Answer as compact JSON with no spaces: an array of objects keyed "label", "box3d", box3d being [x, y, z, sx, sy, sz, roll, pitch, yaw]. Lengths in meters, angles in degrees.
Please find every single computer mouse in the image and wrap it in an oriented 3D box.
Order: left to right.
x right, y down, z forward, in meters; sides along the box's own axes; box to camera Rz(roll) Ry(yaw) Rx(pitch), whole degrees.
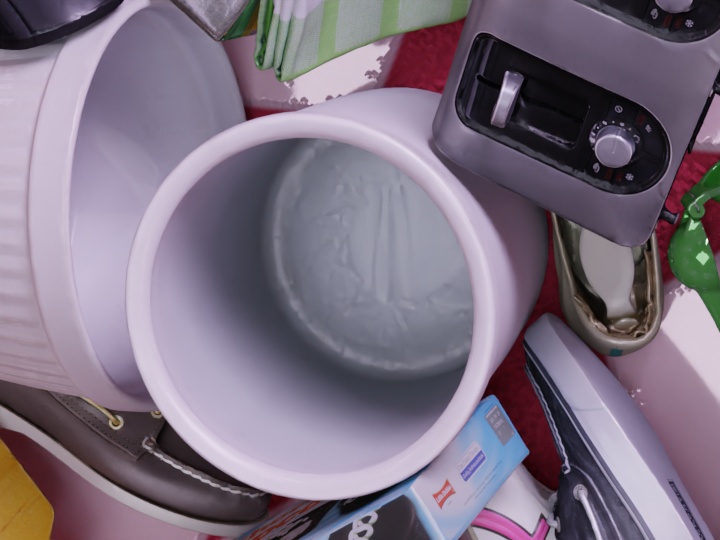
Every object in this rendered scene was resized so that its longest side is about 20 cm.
[{"label":"computer mouse","box3d":[-0.200,-0.138,1.118,0.140,0.200,0.046,-26,115,-15]}]

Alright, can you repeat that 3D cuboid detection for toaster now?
[{"label":"toaster","box3d":[0.123,-0.144,1.020,0.118,0.200,0.182,22,131,5]}]

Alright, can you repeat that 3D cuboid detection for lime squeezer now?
[{"label":"lime squeezer","box3d":[0.190,-0.026,1.141,0.070,0.038,0.202,15,102,10]}]

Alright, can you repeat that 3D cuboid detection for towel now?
[{"label":"towel","box3d":[0.027,-0.181,1.063,0.031,0.148,0.201,49,146,32]}]

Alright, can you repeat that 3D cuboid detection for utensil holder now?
[{"label":"utensil holder","box3d":[0.000,0.000,1.107,0.169,0.200,0.171,3,101,14]}]

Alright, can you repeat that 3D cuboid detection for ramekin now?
[{"label":"ramekin","box3d":[-0.140,-0.035,1.142,0.104,0.200,0.202,3,101,22]}]

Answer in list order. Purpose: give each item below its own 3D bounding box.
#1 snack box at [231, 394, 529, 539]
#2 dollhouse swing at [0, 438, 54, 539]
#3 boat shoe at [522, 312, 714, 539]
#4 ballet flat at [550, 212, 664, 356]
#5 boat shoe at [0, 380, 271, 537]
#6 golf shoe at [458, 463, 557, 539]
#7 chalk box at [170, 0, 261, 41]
[{"label":"snack box","box3d":[-0.023,0.135,1.109,0.199,0.116,0.037,-32,94,28]},{"label":"dollhouse swing","box3d":[-0.277,0.141,1.263,0.181,0.176,0.200,-38,90,-13]},{"label":"boat shoe","box3d":[0.121,0.116,1.118,0.068,0.072,0.201,-35,73,14]},{"label":"ballet flat","box3d":[0.115,-0.055,1.140,0.069,0.069,0.202,-9,97,15]},{"label":"boat shoe","box3d":[-0.129,0.072,1.220,0.199,0.072,0.060,28,108,13]},{"label":"golf shoe","box3d":[0.104,0.144,1.178,0.092,0.073,0.201,-32,100,10]},{"label":"chalk box","box3d":[-0.038,-0.228,1.117,0.124,0.124,0.200,40,105,5]}]
